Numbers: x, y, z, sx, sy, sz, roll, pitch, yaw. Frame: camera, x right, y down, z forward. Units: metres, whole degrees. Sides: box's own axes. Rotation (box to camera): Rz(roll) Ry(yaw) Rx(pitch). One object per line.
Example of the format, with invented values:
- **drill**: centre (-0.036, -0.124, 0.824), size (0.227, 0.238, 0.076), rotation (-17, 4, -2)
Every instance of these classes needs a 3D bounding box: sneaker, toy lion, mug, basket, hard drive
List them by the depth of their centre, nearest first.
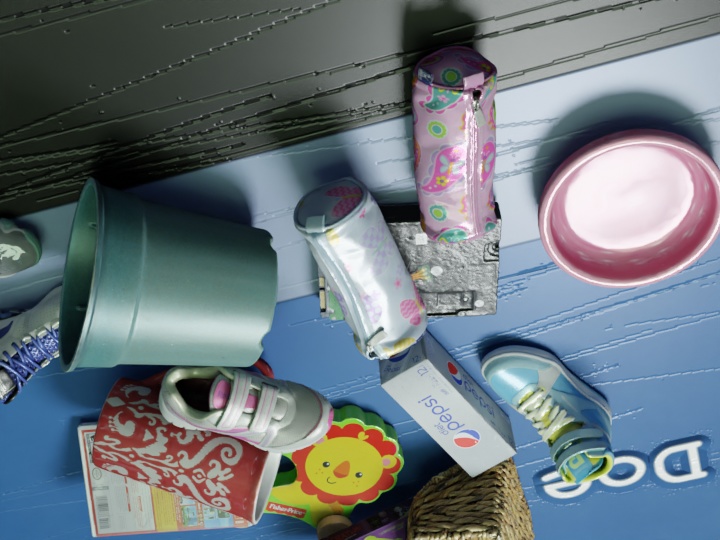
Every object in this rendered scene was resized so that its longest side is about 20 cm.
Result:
- **sneaker**: centre (-0.440, 0.011, 1.433), size (0.200, 0.140, 0.078), rotation (-2, 129, -1)
- **sneaker**: centre (-0.130, 0.147, 1.485), size (0.200, 0.082, 0.088), rotation (6, 165, 7)
- **hard drive**: centre (0.052, -0.009, 1.510), size (0.200, 0.038, 0.140), rotation (-3, 129, -1)
- **sneaker**: centre (-0.367, 0.090, 1.518), size (0.199, 0.115, 0.081), rotation (-15, 129, 9)
- **mug**: centre (-0.191, 0.185, 1.597), size (0.200, 0.178, 0.134), rotation (14, 146, 5)
- **sneaker**: centre (0.227, 0.175, 1.608), size (0.200, 0.131, 0.080), rotation (30, 123, -24)
- **toy lion**: centre (-0.055, 0.245, 1.700), size (0.200, 0.069, 0.192), rotation (14, 120, -14)
- **basket**: centre (0.135, 0.336, 1.738), size (0.142, 0.149, 0.200), rotation (-7, 132, 17)

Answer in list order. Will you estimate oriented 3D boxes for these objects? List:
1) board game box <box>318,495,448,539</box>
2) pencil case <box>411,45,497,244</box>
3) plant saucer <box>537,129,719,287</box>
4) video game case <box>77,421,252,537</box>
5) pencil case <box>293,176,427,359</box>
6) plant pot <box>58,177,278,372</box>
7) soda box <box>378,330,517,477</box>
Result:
- **board game box**: centre (0.023, 0.355, 1.749), size (0.200, 0.032, 0.120), rotation (-20, 132, -26)
- **pencil case**: centre (0.097, -0.124, 1.382), size (0.087, 0.088, 0.200), rotation (-3, 126, -1)
- **plant saucer**: centre (0.287, -0.072, 1.463), size (0.200, 0.051, 0.201), rotation (-1, 130, -2)
- **video game case**: centre (-0.236, 0.248, 1.666), size (0.200, 0.017, 0.143), rotation (-5, 99, 5)
- **pencil case**: centre (0.000, 0.000, 1.434), size (0.083, 0.091, 0.200), rotation (13, 140, 41)
- **plant pot**: centre (-0.199, 0.017, 1.430), size (0.196, 0.200, 0.200), rotation (8, 128, -19)
- **soda box**: centre (0.103, 0.157, 1.630), size (0.068, 0.063, 0.200), rotation (-31, 124, 19)
